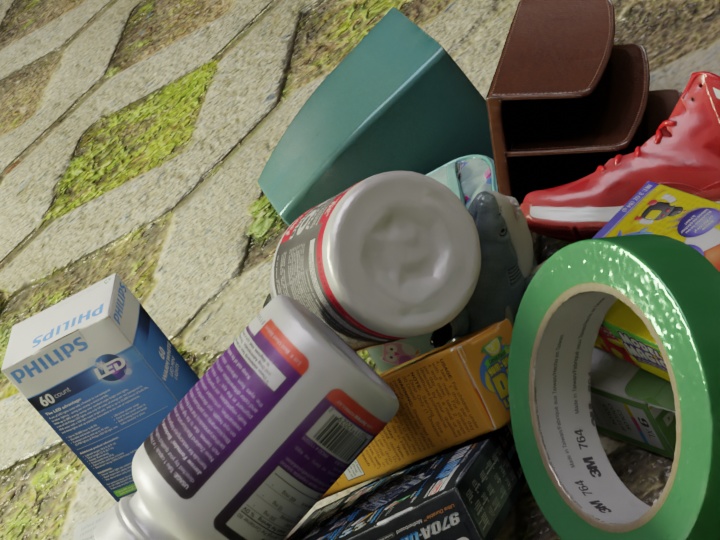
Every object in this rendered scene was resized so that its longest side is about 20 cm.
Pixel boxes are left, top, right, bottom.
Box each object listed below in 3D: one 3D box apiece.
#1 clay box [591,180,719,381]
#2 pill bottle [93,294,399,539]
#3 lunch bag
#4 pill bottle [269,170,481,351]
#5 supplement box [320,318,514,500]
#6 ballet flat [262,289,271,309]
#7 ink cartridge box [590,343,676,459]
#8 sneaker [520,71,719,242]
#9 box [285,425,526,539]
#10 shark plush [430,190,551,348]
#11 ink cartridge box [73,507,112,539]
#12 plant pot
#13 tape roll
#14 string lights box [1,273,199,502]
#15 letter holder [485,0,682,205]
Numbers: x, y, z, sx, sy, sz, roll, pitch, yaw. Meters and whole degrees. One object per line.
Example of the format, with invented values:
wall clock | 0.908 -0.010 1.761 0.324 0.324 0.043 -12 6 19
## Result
clay box | 0.218 0.015 1.052 0.115 0.048 0.200 -44 30 -12
pill bottle | -0.078 0.124 1.081 0.200 0.111 0.111 -47 29 2
lunch bag | 0.065 -0.009 1.338 0.160 0.077 0.201 -29 31 13
pill bottle | 0.000 0.000 1.172 0.111 0.111 0.200 -46 8 -18
supplement box | 0.031 0.100 1.157 0.066 0.069 0.199 -25 -4 -45
ballet flat | -0.064 0.060 1.394 0.066 0.057 0.201 -24 31 18
ink cartridge box | 0.200 0.061 1.114 0.104 0.059 0.199 -46 31 -19
sneaker | 0.215 -0.082 1.209 0.198 0.078 0.117 -1 82 10
box | 0.020 0.167 1.070 0.158 0.046 0.200 -28 0 14
shark plush | 0.069 0.036 1.200 0.091 0.083 0.201 38 109 23
ink cartridge box | -0.137 0.248 1.171 0.144 0.084 0.201 -26 31 17
plant pot | 0.017 -0.100 1.471 0.200 0.141 0.141 -42 29 3
tape roll | 0.162 0.080 0.998 0.048 0.202 0.200 -5 15 -29
string lights box | -0.178 0.110 1.295 0.102 0.201 0.059 -25 30 16
letter holder | 0.188 -0.138 1.319 0.141 0.101 0.200 -2 30 15
